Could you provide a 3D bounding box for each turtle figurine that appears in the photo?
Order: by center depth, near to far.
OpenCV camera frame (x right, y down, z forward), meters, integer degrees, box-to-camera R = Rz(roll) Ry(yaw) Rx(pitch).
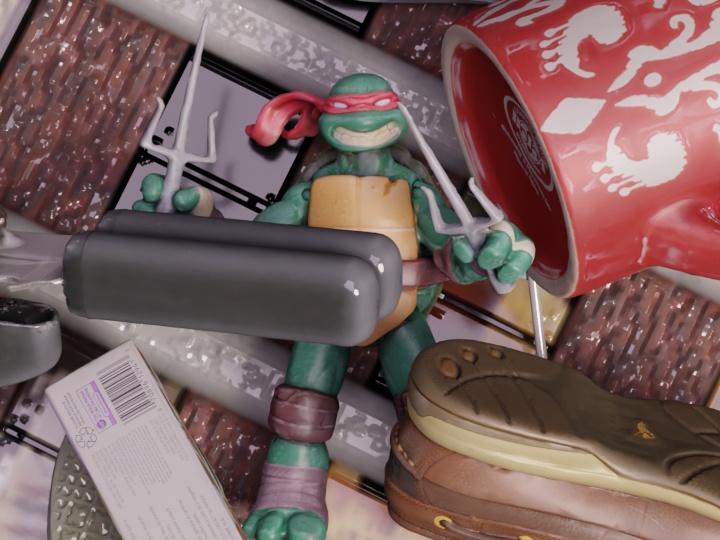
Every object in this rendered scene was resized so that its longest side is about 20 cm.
[{"bbox_3d":[0.000,0.000,0.854,0.149,0.101,0.201,-2,96,21],"label":"turtle figurine"}]

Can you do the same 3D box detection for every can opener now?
[{"bbox_3d":[-0.083,0.008,0.813,0.199,0.053,0.067,1,111,19],"label":"can opener"}]

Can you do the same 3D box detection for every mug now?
[{"bbox_3d":[0.148,-0.069,0.812,0.199,0.178,0.134,-22,121,-11],"label":"mug"}]

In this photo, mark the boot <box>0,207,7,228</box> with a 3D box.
[{"bbox_3d":[-0.255,-0.026,0.868,0.166,0.072,0.200,-44,90,-6],"label":"boot"}]

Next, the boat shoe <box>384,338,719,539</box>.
[{"bbox_3d":[0.104,0.088,0.804,0.199,0.072,0.068,19,116,-4],"label":"boat shoe"}]

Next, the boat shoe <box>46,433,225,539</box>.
[{"bbox_3d":[-0.066,0.144,0.862,0.074,0.062,0.201,-24,72,0],"label":"boat shoe"}]

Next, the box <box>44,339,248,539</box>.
[{"bbox_3d":[-0.051,0.119,0.816,0.041,0.039,0.200,-31,71,-3],"label":"box"}]

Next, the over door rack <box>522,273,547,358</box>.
[{"bbox_3d":[0.138,0.059,0.868,0.147,0.067,0.201,-7,85,-2],"label":"over door rack"}]

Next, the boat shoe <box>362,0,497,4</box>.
[{"bbox_3d":[0.073,-0.135,0.887,0.199,0.062,0.072,-4,85,-2],"label":"boat shoe"}]
